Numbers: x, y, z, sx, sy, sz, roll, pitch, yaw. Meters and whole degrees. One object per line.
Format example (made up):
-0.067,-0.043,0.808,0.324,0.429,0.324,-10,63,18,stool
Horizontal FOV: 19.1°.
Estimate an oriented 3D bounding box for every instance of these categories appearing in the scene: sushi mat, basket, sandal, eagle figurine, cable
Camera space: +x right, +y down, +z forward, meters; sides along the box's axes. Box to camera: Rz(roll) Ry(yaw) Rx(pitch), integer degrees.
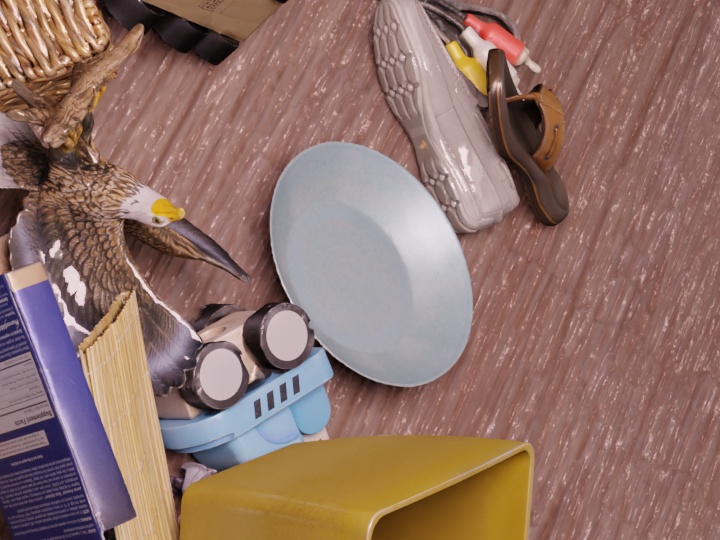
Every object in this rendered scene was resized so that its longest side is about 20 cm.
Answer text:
-0.146,0.123,1.375,0.096,0.012,0.202,-60,144,-66,sushi mat
-0.269,-0.208,1.514,0.142,0.149,0.201,-22,89,-4,basket
0.142,-0.108,1.714,0.200,0.054,0.082,59,23,-46,sandal
-0.165,-0.033,1.427,0.151,0.151,0.201,-26,127,-10,eagle figurine
0.070,-0.215,1.755,0.200,0.050,0.097,47,59,-16,cable

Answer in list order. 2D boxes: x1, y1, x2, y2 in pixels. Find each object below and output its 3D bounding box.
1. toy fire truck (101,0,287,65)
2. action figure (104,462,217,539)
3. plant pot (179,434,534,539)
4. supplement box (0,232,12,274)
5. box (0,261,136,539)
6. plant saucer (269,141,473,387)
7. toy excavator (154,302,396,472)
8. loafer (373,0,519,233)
-0.142,-0.277,1.577,0.201,0.129,0.176,55,17,19,toy fire truck
-0.140,0.188,1.483,0.199,0.069,0.131,27,55,-39,action figure
-0.014,0.213,1.429,0.199,0.175,0.202,-16,113,-53,plant pot
-0.265,0.061,1.428,0.199,0.073,0.127,-31,93,-36,supplement box
-0.202,0.103,1.340,0.032,0.121,0.201,-20,91,-37,box
0.000,0.000,1.639,0.200,0.039,0.202,22,54,-34,plant saucer
-0.053,0.116,1.558,0.194,0.100,0.201,-29,106,-35,toy excavator
0.069,-0.130,1.719,0.069,0.070,0.201,-26,100,-27,loafer
